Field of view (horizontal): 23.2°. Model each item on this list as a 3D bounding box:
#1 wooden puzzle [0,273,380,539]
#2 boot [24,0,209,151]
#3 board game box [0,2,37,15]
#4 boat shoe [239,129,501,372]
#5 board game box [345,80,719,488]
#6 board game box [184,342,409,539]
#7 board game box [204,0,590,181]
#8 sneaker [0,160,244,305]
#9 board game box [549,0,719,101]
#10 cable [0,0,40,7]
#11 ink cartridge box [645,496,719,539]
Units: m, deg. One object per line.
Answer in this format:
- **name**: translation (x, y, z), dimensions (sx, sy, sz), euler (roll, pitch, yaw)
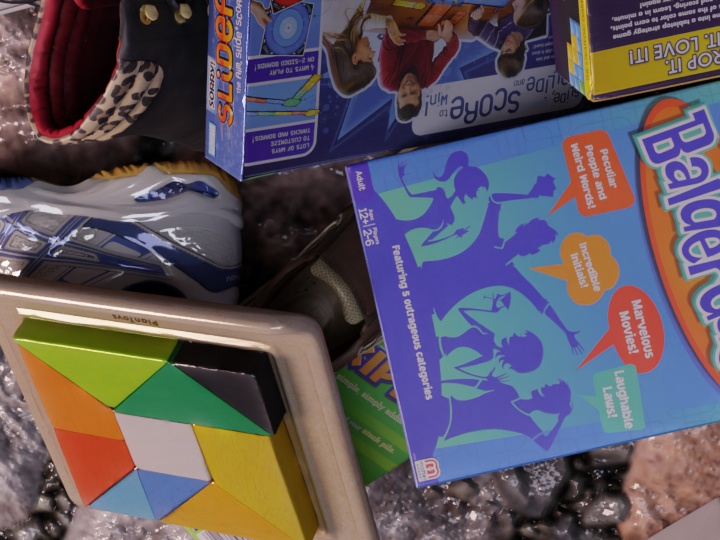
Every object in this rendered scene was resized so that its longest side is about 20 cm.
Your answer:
- **wooden puzzle**: translation (-0.091, 0.080, 0.872), dimensions (0.185, 0.037, 0.200), euler (7, 140, 22)
- **boot**: translation (-0.059, -0.133, 0.796), dimensions (0.073, 0.151, 0.200), euler (48, 122, 28)
- **board game box**: translation (-0.150, -0.229, 0.823), dimensions (0.126, 0.035, 0.200), euler (-13, 112, 11)
- **boat shoe**: translation (0.004, 0.005, 0.867), dimensions (0.202, 0.075, 0.075), euler (-43, 90, 19)
- **board game box**: translation (0.106, 0.004, 0.805), dimensions (0.200, 0.045, 0.152), euler (-13, 88, 2)
- **board game box**: translation (-0.025, 0.080, 0.955), dimensions (0.200, 0.030, 0.096), euler (-34, 106, 21)
- **board game box**: translation (0.026, -0.123, 0.792), dimensions (0.200, 0.034, 0.135), euler (-12, 119, -32)
- **sneaker**: translation (-0.158, -0.001, 0.888), dimensions (0.200, 0.075, 0.088), euler (-7, 81, 9)
- **board game box**: translation (0.180, -0.177, 0.778), dimensions (0.200, 0.057, 0.165), euler (-12, 115, -9)
- **cable**: translation (-0.164, -0.213, 0.784), dimensions (0.163, 0.051, 0.200), euler (10, 115, 2)
- **ink cartridge box**: translation (0.215, 0.239, 0.983), dimensions (0.116, 0.067, 0.200), euler (-35, 106, 17)
